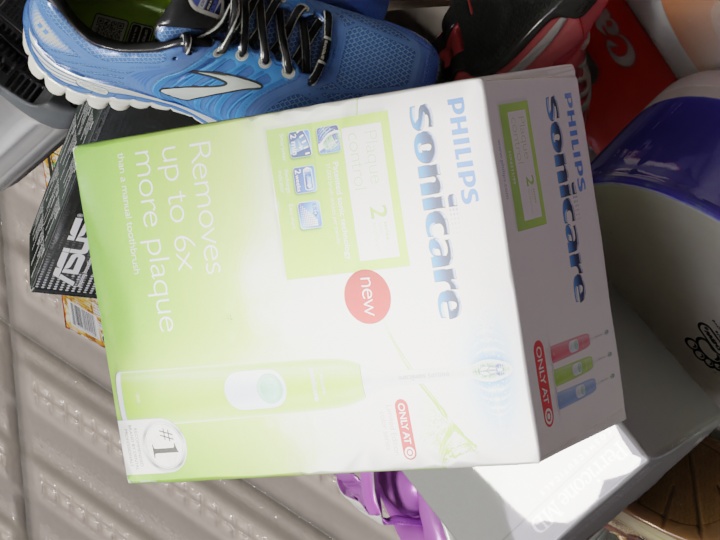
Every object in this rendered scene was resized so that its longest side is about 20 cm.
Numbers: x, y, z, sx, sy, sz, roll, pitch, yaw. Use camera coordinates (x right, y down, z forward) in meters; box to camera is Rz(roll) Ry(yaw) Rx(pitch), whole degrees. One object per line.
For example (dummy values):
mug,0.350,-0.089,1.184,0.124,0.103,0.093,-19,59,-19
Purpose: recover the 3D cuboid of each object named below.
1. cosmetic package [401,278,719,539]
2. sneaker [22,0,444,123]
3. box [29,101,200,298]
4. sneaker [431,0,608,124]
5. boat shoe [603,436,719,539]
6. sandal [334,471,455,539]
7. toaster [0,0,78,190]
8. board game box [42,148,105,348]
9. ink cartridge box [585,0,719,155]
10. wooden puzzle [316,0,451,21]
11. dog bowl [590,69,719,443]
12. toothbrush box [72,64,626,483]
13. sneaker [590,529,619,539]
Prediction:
cosmetic package,0.050,0.029,0.884,0.200,0.090,0.107,51,121,18
sneaker,-0.060,-0.103,0.918,0.199,0.079,0.089,9,161,0
box,-0.064,-0.047,1.077,0.200,0.192,0.048,123,145,-49
sneaker,0.079,-0.098,0.950,0.200,0.086,0.074,-50,40,49
boat shoe,0.104,0.085,0.968,0.200,0.072,0.072,29,155,28
sandal,0.001,0.107,1.171,0.083,0.050,0.203,93,153,-52
toaster,-0.186,-0.129,1.124,0.114,0.200,0.129,38,143,-12
board game box,-0.132,-0.025,1.264,0.151,0.046,0.201,26,134,32
ink cartridge box,0.124,-0.135,0.911,0.163,0.050,0.200,56,139,-1
wooden puzzle,-0.061,-0.155,0.981,0.185,0.200,0.047,3,76,50
dog bowl,0.182,0.013,0.892,0.200,0.079,0.200,39,157,20
toothbrush box,-0.006,0.004,0.816,0.199,0.086,0.146,-6,95,31
sneaker,0.112,0.124,1.070,0.076,0.092,0.201,33,114,34
